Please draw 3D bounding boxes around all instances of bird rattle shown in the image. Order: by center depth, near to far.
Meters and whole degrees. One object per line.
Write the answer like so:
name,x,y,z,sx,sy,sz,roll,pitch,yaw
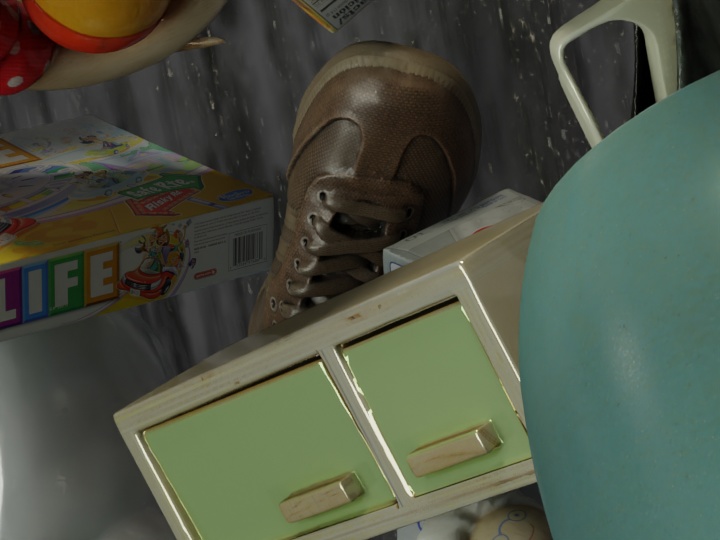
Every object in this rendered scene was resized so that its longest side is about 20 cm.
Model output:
bird rattle,-0.125,-0.106,1.067,0.200,0.162,0.113,109,149,-45

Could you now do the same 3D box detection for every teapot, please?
teapot,-0.145,0.073,1.218,0.197,0.146,0.201,-18,80,49

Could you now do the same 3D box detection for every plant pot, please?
plant pot,0.135,0.033,0.780,0.161,0.200,0.201,66,148,22

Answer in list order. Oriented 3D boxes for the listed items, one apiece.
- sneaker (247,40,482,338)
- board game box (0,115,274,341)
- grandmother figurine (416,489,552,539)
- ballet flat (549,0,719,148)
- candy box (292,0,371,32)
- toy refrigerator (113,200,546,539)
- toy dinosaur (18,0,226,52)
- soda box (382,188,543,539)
sneaker,0.000,0.000,1.023,0.200,0.070,0.076,106,173,-54
board game box,-0.154,-0.014,1.125,0.134,0.199,0.034,24,120,44
grandmother figurine,0.111,0.114,0.915,0.199,0.121,0.061,13,126,25
ballet flat,0.091,-0.091,0.855,0.068,0.068,0.201,-121,20,-71
candy box,-0.052,-0.161,0.925,0.116,0.055,0.200,54,-171,18
toy refrigerator,0.005,0.047,0.939,0.200,0.070,0.076,-24,95,47
toy dinosaur,-0.149,-0.131,1.177,0.200,0.060,0.106,53,142,18
soda box,0.056,0.077,1.013,0.063,0.068,0.201,24,128,41
